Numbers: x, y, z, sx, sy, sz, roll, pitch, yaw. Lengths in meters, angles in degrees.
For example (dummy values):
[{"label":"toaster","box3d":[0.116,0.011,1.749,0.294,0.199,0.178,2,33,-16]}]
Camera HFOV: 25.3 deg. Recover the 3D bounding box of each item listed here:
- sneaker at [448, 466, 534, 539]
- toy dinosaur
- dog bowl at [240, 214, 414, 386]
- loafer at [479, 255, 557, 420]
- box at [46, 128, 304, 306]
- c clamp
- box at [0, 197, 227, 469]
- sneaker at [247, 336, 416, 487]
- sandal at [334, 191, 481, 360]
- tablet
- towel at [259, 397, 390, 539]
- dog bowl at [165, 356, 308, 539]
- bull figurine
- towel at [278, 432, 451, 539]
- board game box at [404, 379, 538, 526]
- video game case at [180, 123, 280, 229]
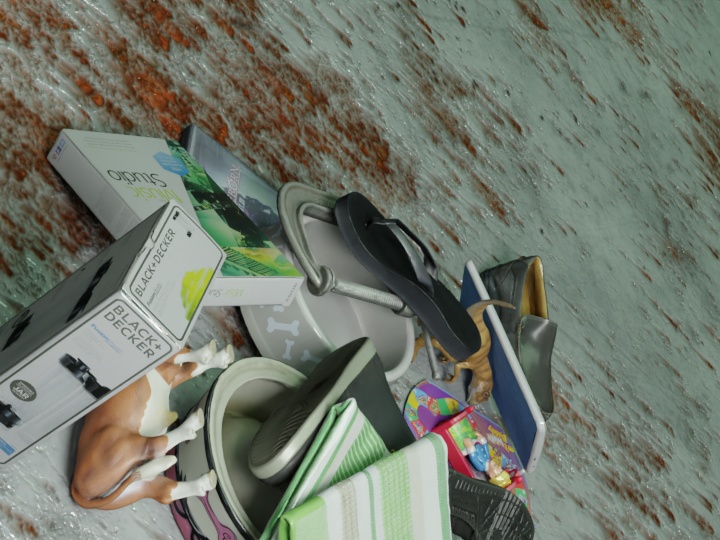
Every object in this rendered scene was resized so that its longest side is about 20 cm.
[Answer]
[{"label":"sneaker","box3d":[0.065,0.201,1.469,0.199,0.104,0.060,33,78,-33]},{"label":"toy dinosaur","box3d":[0.107,0.061,1.620,0.201,0.105,0.061,84,18,-56]},{"label":"dog bowl","box3d":[-0.026,0.034,1.491,0.199,0.058,0.202,36,38,-34]},{"label":"loafer","box3d":[0.185,0.073,1.779,0.072,0.072,0.202,21,47,-46]},{"label":"box","box3d":[-0.156,-0.044,1.357,0.200,0.036,0.144,47,26,27]},{"label":"c clamp","box3d":[0.000,0.000,1.476,0.199,0.027,0.172,23,46,-46]},{"label":"box","box3d":[-0.194,0.046,1.134,0.060,0.199,0.117,45,32,-18]},{"label":"sneaker","box3d":[-0.012,0.140,1.293,0.107,0.074,0.200,58,33,-9]},{"label":"sandal","box3d":[0.051,-0.003,1.495,0.200,0.043,0.076,46,27,-18]},{"label":"tablet","box3d":[0.145,0.100,1.662,0.131,0.014,0.201,92,-21,-62]},{"label":"towel","box3d":[-0.002,0.212,1.256,0.153,0.023,0.201,-61,138,-28]},{"label":"dog bowl","box3d":[-0.076,0.177,1.311,0.200,0.074,0.201,36,36,-32]},{"label":"bull figurine","box3d":[-0.166,0.094,1.232,0.065,0.120,0.202,64,23,-52]},{"label":"towel","box3d":[0.005,0.221,1.233,0.199,0.030,0.151,-19,108,-50]},{"label":"board game box","box3d":[0.123,0.190,1.614,0.199,0.039,0.159,35,38,-35]},{"label":"video game case","box3d":[-0.100,-0.033,1.520,0.200,0.019,0.144,39,35,-30]}]
